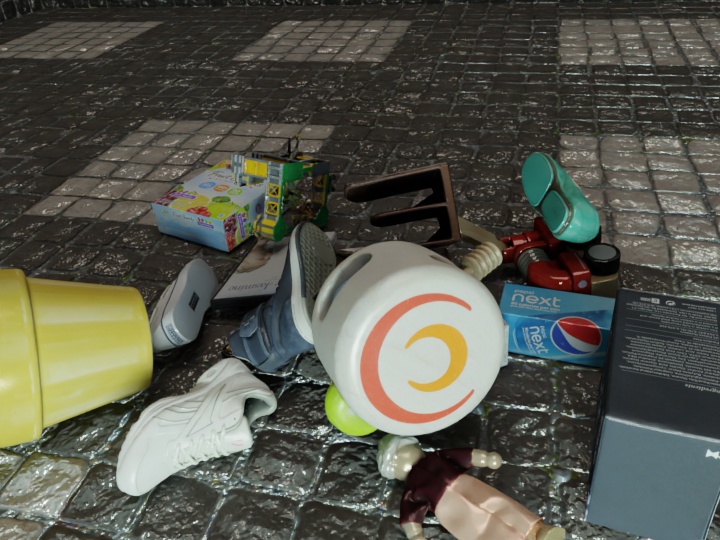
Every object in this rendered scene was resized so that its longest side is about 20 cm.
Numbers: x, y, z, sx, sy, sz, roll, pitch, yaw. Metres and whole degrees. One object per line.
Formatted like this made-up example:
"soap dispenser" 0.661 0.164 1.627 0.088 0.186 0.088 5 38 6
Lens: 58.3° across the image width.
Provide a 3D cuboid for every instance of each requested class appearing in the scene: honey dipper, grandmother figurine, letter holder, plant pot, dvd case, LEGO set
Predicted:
"honey dipper" 0.104 0.028 0.812 0.200 0.038 0.038 -36 45 -28
"grandmother figurine" 0.087 0.221 0.627 0.121 0.061 0.200 -34 41 -26
"letter holder" 0.055 -0.074 0.902 0.142 0.101 0.200 -10 0 4
"plant pot" -0.355 0.092 0.760 0.189 0.201 0.201 -7 31 -30
"dvd case" -0.126 -0.004 0.981 0.143 0.018 0.200 -5 28 16
"LEGO set" -0.139 -0.132 1.065 0.116 0.154 0.200 15 28 25

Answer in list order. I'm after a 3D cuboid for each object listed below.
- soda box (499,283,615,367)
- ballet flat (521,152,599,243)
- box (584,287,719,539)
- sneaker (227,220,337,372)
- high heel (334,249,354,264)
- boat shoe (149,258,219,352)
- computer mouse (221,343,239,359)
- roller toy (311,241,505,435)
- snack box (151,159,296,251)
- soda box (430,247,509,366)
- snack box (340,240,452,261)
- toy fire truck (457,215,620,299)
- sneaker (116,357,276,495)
"soda box" 0.276 0.073 0.816 0.200 0.064 0.068 8 36 18
"ballet flat" 0.279 -0.097 0.896 0.070 0.067 0.200 20 32 -15
"box" 0.294 0.139 0.642 0.107 0.149 0.200 9 36 19
"sneaker" -0.101 0.036 0.823 0.146 0.077 0.202 -36 34 29
"high heel" 0.000 0.000 0.847 0.142 0.071 0.200 17 -10 -16
"boat shoe" -0.255 0.046 0.910 0.065 0.074 0.200 -26 18 13
"computer mouse" -0.112 0.062 0.902 0.059 0.034 0.200 23 43 33
"roller toy" 0.048 0.066 0.687 0.200 0.183 0.140 -9 18 -16
"snack box" -0.240 -0.124 1.161 0.169 0.068 0.200 15 37 27
"soda box" 0.120 0.051 0.861 0.063 0.068 0.200 -16 35 -14
"snack box" 0.037 -0.013 1.004 0.200 0.024 0.072 -7 32 -3
"toy fire truck" 0.240 -0.018 0.906 0.200 0.129 0.176 -10 34 2
"sneaker" -0.170 0.175 0.708 0.099 0.078 0.200 22 43 28
